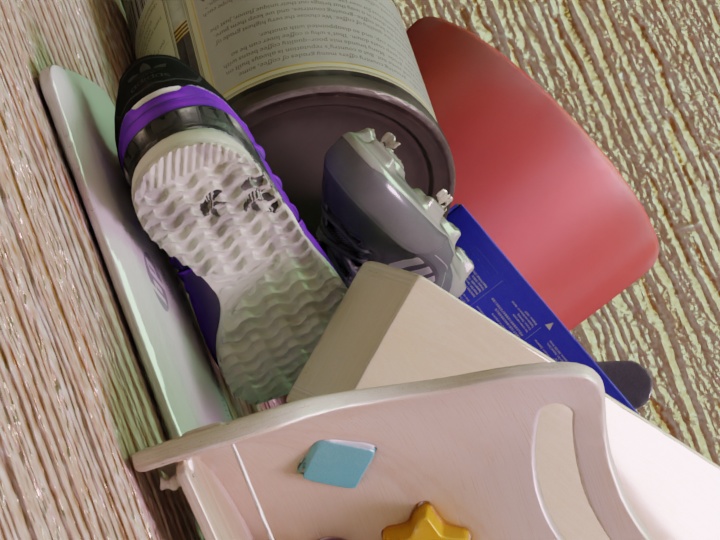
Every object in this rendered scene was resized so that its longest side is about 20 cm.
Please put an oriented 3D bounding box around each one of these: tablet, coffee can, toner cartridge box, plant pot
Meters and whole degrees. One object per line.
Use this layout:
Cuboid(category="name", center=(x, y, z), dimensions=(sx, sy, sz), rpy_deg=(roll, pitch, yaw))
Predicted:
Cuboid(category="tablet", center=(-0.093, 0.008, 1.251), dimensions=(0.130, 0.014, 0.201), rpy_deg=(21, 48, -83))
Cuboid(category="coffee can", center=(-0.043, -0.101, 1.473), dimensions=(0.200, 0.146, 0.147), rpy_deg=(-106, 173, -45))
Cuboid(category="toner cartridge box", center=(0.070, 0.063, 1.415), dimensions=(0.200, 0.095, 0.043), rpy_deg=(53, 2, 40))
Cuboid(category="plant pot", center=(0.040, -0.012, 1.579), dimensions=(0.200, 0.177, 0.200), rpy_deg=(43, -10, 9))

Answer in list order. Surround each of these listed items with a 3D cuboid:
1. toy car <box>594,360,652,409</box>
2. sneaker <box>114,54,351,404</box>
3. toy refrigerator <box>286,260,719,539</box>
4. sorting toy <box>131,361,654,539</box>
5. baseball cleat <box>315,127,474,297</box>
Cuboid(category="toy car", center=(0.070, 0.062, 1.708), dimensions=(0.158, 0.199, 0.165), rpy_deg=(55, 15, -70))
Cuboid(category="sneaker", center=(-0.060, -0.025, 1.274), dimensions=(0.200, 0.069, 0.100), rpy_deg=(67, -2, -50))
Cuboid(category="toy refrigerator", center=(0.071, 0.079, 1.272), dimensions=(0.200, 0.076, 0.070), rpy_deg=(32, -6, -22))
Cuboid(category="sorting toy", center=(0.031, 0.119, 1.137), dimensions=(0.107, 0.180, 0.201), rpy_deg=(-82, 151, -74))
Cuboid(category="baseball cleat", center=(0.000, 0.000, 1.339), dimensions=(0.070, 0.106, 0.200), rpy_deg=(50, -1, 21))
